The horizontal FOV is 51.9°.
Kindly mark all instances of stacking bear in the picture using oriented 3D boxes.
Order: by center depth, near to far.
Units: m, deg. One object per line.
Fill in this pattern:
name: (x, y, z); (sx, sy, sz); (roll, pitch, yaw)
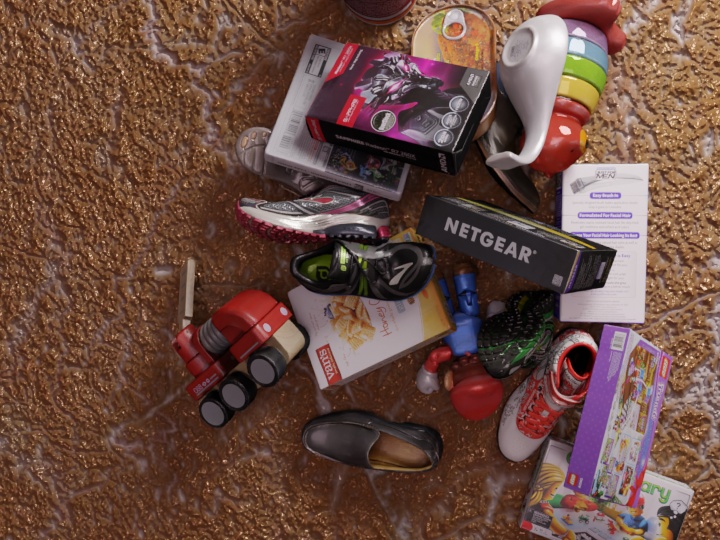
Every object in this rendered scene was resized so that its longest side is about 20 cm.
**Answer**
stacking bear: (0.251, -0.219, 0.920); (0.112, 0.121, 0.203); (10, 81, 27)

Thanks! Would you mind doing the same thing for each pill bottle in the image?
pill bottle: (0.018, -0.385, 0.913); (0.111, 0.200, 0.115); (0, 93, 6)

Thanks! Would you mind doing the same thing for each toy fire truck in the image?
toy fire truck: (-0.184, 0.072, 0.986); (0.201, 0.129, 0.176); (49, 122, -3)

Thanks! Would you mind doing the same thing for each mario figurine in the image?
mario figurine: (0.136, 0.100, 0.995); (0.122, 0.105, 0.203); (-19, 78, 42)

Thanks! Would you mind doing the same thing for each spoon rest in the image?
spoon rest: (0.196, -0.208, 0.873); (0.060, 0.099, 0.203); (24, 73, -33)

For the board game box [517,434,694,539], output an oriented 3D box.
board game box: (0.325, 0.315, 0.989); (0.197, 0.035, 0.128); (18, 93, 5)

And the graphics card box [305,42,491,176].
graphics card box: (0.046, -0.198, 0.894); (0.197, 0.051, 0.127); (19, 67, 21)

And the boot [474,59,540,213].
boot: (0.193, -0.176, 0.963); (0.096, 0.075, 0.201); (-37, 83, 7)

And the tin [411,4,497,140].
tin: (0.119, -0.251, 0.950); (0.110, 0.042, 0.203); (0, 66, 10)

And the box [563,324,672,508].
box: (0.323, 0.184, 0.919); (0.039, 0.136, 0.203); (8, 77, 46)

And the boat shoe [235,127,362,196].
boat shoe: (-0.075, -0.135, 0.999); (0.198, 0.072, 0.077); (28, 91, -14)

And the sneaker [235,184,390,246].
sneaker: (-0.061, -0.073, 0.944); (0.196, 0.081, 0.076); (3, 79, -12)

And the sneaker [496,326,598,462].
sneaker: (0.239, 0.167, 0.956); (0.067, 0.108, 0.203); (31, 95, 4)

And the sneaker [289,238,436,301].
sneaker: (0.000, 0.000, 0.924); (0.196, 0.082, 0.072); (-3, 79, 24)

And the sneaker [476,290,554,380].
sneaker: (0.205, 0.090, 0.917); (0.077, 0.199, 0.087); (-5, 103, 32)

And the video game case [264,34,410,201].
video game case: (-0.010, -0.202, 0.962); (0.179, 0.023, 0.203); (17, 65, 1)

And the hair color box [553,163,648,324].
hair color box: (0.310, -0.036, 0.963); (0.107, 0.065, 0.204); (1, 94, 7)

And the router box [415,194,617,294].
router box: (0.189, -0.035, 0.892); (0.198, 0.156, 0.053); (25, 105, 32)

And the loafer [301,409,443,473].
loafer: (0.013, 0.234, 1.002); (0.196, 0.072, 0.074); (2, 93, 7)

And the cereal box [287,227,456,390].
cereal box: (0.012, 0.053, 0.977); (0.198, 0.039, 0.146); (-28, 71, 17)
